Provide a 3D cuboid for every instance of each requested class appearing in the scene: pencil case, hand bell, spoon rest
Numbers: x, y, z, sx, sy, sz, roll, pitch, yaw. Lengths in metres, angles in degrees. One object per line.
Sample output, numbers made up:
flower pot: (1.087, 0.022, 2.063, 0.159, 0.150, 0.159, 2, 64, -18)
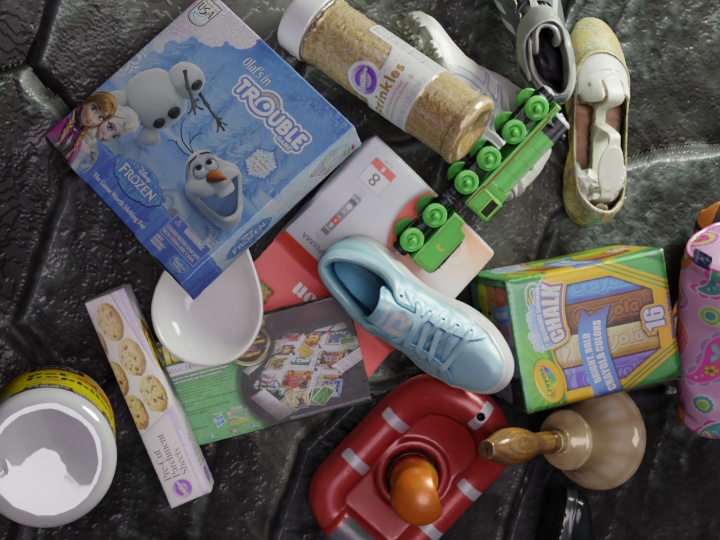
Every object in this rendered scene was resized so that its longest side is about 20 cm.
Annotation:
pencil case: (0.330, 0.056, 1.205, 0.087, 0.088, 0.201, -11, 124, -11)
hand bell: (0.167, 0.154, 1.198, 0.200, 0.104, 0.105, 4, 93, -53)
spoon rest: (-0.129, -0.015, 1.185, 0.099, 0.061, 0.201, 8, 81, 1)

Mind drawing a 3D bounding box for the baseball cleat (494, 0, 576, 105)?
baseball cleat: (0.157, -0.250, 1.221, 0.069, 0.106, 0.201, -22, 92, 5)

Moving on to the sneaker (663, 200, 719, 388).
sneaker: (0.344, 0.017, 1.297, 0.077, 0.112, 0.200, 22, 123, -6)

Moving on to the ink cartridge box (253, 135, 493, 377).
ink cartridge box: (0.000, 0.000, 1.237, 0.162, 0.050, 0.200, 43, 81, -10)

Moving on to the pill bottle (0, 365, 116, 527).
pill bottle: (-0.259, 0.139, 1.112, 0.109, 0.200, 0.110, -1, 93, -12)

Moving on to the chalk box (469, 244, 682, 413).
chalk box: (0.175, 0.054, 1.238, 0.199, 0.125, 0.125, -10, 96, -12)

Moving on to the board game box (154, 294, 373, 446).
board game box: (-0.097, 0.094, 1.220, 0.199, 0.023, 0.105, -14, 97, -2)

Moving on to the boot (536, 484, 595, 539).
boot: (0.270, 0.294, 1.293, 0.199, 0.066, 0.166, 8, 108, -7)

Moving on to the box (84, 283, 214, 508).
box: (-0.187, 0.110, 1.186, 0.041, 0.039, 0.201, -21, 95, 1)

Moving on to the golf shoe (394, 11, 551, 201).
golf shoe: (0.106, -0.162, 1.249, 0.097, 0.078, 0.201, -37, 106, -25)

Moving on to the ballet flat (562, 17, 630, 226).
ballet flat: (0.229, -0.142, 1.268, 0.070, 0.071, 0.201, 2, 92, -12)

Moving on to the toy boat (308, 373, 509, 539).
toy boat: (0.050, 0.189, 1.205, 0.130, 0.131, 0.200, 42, 94, -11)

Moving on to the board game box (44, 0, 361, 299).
board game box: (-0.138, -0.113, 1.156, 0.199, 0.043, 0.200, -43, 69, -8)

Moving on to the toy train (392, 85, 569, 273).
toy train: (0.110, -0.080, 1.194, 0.056, 0.042, 0.200, 41, 99, -20)

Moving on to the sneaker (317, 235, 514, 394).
sneaker: (0.040, 0.047, 1.163, 0.200, 0.082, 0.074, 35, 112, 15)

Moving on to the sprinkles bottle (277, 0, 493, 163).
sprinkles bottle: (0.021, -0.176, 1.181, 0.200, 0.068, 0.068, 36, 85, 15)
